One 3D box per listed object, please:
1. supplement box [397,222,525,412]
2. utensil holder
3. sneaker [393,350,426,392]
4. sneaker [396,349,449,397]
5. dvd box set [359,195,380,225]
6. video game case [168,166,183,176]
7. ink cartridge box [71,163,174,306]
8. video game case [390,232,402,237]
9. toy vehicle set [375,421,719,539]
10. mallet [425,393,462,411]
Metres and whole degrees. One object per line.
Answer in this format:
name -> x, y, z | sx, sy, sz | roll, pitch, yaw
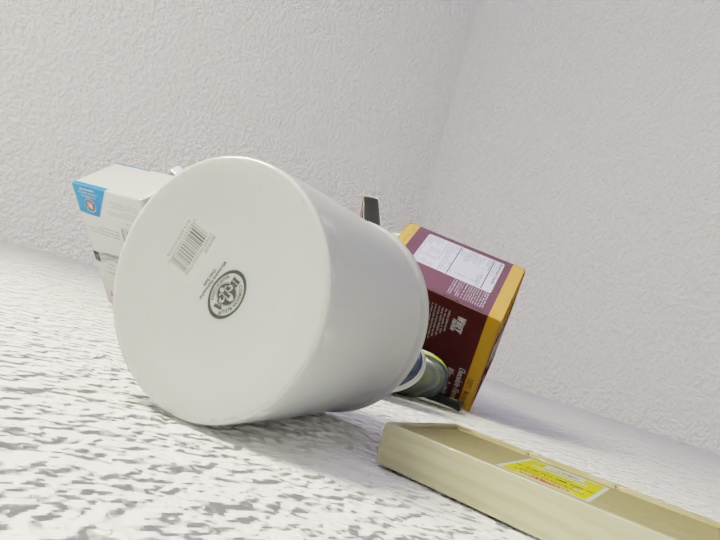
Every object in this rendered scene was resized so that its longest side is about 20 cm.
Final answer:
supplement box -> 0.123, 0.071, 0.882 | 0.197, 0.200, 0.133 | 23, 42, 18
utensil holder -> -0.051, 0.025, 0.419 | 0.167, 0.174, 0.200 | 14, -3, 21
sneaker -> -0.027, 0.097, 0.695 | 0.198, 0.078, 0.146 | 4, -21, 21
sneaker -> 0.028, 0.141, 0.801 | 0.196, 0.076, 0.081 | 7, 0, 12
dvd box set -> 0.000, 0.000, 0.896 | 0.029, 0.204, 0.147 | 9, 25, -4
video game case -> -0.246, -0.026, 0.861 | 0.182, 0.023, 0.201 | 44, -47, 6
ink cartridge box -> -0.315, -0.037, 0.820 | 0.142, 0.204, 0.084 | 15, 34, 26
video game case -> 0.036, -0.041, 1.073 | 0.178, 0.024, 0.200 | 4, -8, 18
toy vehicle set -> 0.121, 0.143, 0.359 | 0.197, 0.027, 0.124 | 13, -6, 35
mallet -> 0.062, 0.173, 0.874 | 0.196, 0.042, 0.066 | 21, -6, 8
